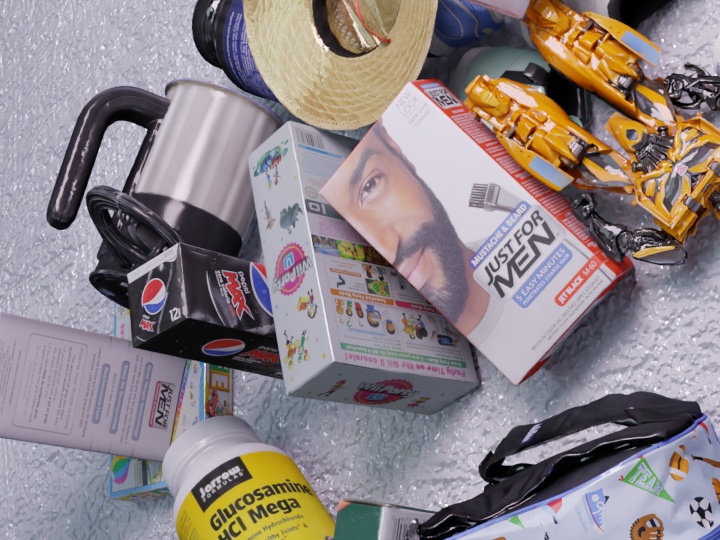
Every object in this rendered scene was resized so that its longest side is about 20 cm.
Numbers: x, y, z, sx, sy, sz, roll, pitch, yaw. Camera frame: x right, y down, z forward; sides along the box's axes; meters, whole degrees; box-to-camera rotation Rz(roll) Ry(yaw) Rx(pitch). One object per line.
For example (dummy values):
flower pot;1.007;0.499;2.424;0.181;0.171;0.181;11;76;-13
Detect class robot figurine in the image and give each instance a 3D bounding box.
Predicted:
robot figurine;0.175;-0.095;1.088;0.200;0.058;0.145;37;96;21

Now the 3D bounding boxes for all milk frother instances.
milk frother;-0.146;-0.071;1.325;0.200;0.180;0.189;-8;59;55

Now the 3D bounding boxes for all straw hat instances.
straw hat;0.010;-0.207;1.202;0.200;0.085;0.202;10;106;39

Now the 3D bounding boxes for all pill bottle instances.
pill bottle;-0.053;-0.195;1.354;0.200;0.112;0.112;23;95;46
pill bottle;-0.080;0.211;1.263;0.113;0.112;0.200;-56;47;18

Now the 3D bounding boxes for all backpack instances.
backpack;0.148;0.166;1.001;0.190;0.200;0.154;-35;87;25

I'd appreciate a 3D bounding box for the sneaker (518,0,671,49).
sneaker;0.197;-0.248;1.152;0.115;0.080;0.201;12;84;35

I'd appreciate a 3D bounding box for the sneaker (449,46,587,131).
sneaker;0.104;-0.072;1.183;0.118;0.074;0.202;6;80;52

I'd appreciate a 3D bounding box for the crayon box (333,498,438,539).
crayon box;0.030;0.268;1.127;0.051;0.127;0.201;0;78;45

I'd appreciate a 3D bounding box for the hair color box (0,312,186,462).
hair color box;-0.247;0.099;1.350;0.060;0.199;0.100;4;81;45

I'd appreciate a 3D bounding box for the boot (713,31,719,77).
boot;0.310;-0.203;1.034;0.090;0.073;0.201;25;98;30

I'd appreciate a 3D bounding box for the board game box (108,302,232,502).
board game box;-0.172;0.100;1.444;0.134;0.034;0.201;-17;67;41

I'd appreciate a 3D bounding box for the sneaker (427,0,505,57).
sneaker;0.081;-0.273;1.278;0.077;0.076;0.201;-5;84;38

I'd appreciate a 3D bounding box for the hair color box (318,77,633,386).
hair color box;0.081;-0.029;1.139;0.200;0.064;0.111;44;111;11

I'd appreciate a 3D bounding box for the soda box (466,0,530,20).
soda box;0.097;-0.255;1.143;0.200;0.063;0.069;-84;13;-57

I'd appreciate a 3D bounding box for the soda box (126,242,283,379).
soda box;-0.084;0.038;1.254;0.071;0.199;0.064;-28;60;37

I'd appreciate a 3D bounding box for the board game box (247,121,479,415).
board game box;0.000;0.000;1.216;0.064;0.147;0.201;-36;55;39
